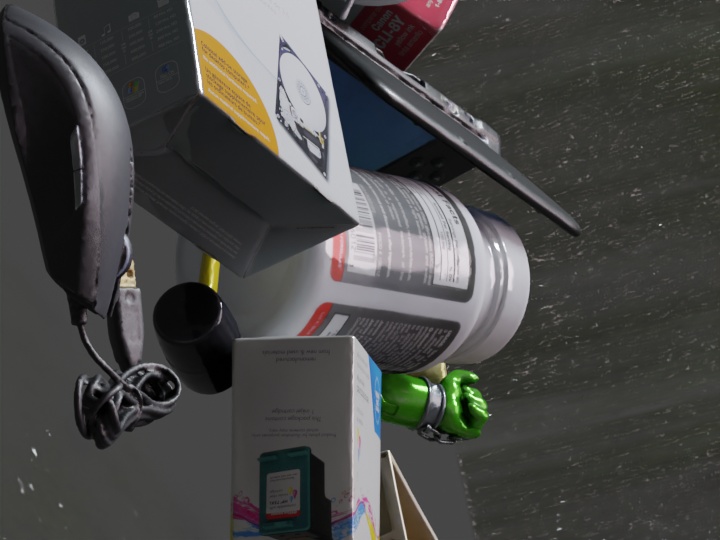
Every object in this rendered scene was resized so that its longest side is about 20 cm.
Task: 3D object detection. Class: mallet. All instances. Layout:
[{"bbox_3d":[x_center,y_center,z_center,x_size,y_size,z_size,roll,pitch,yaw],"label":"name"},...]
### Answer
[{"bbox_3d":[-0.076,-0.027,1.483,0.066,0.041,0.200,76,18,-53],"label":"mallet"}]

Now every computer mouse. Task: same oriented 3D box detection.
[{"bbox_3d":[-0.112,-0.021,1.233,0.140,0.046,0.200,29,47,-82],"label":"computer mouse"}]

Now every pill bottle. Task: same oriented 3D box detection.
[{"bbox_3d":[0.000,0.000,1.580,0.200,0.116,0.116,10,62,-48],"label":"pill bottle"}]

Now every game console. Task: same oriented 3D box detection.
[{"bbox_3d":[0.005,-0.070,1.659,0.200,0.176,0.116,34,40,-40],"label":"game console"}]

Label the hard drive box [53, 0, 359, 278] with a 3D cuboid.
[{"bbox_3d":[-0.085,-0.121,1.405,0.156,0.077,0.200,38,34,-51],"label":"hard drive box"}]

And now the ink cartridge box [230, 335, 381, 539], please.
[{"bbox_3d":[-0.028,0.141,1.440,0.116,0.067,0.200,55,34,-77],"label":"ink cartridge box"}]

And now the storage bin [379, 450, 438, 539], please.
[{"bbox_3d":[0.008,0.238,1.635,0.200,0.094,0.199,66,11,-67],"label":"storage bin"}]

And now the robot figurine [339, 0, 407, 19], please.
[{"bbox_3d":[0.005,-0.242,1.632,0.113,0.170,0.200,58,19,-67],"label":"robot figurine"}]

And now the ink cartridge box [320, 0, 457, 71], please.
[{"bbox_3d":[-0.022,-0.233,1.736,0.083,0.200,0.145,-46,-167,55],"label":"ink cartridge box"}]

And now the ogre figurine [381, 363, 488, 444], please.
[{"bbox_3d":[-0.015,0.033,1.714,0.120,0.098,0.200,5,53,-40],"label":"ogre figurine"}]
